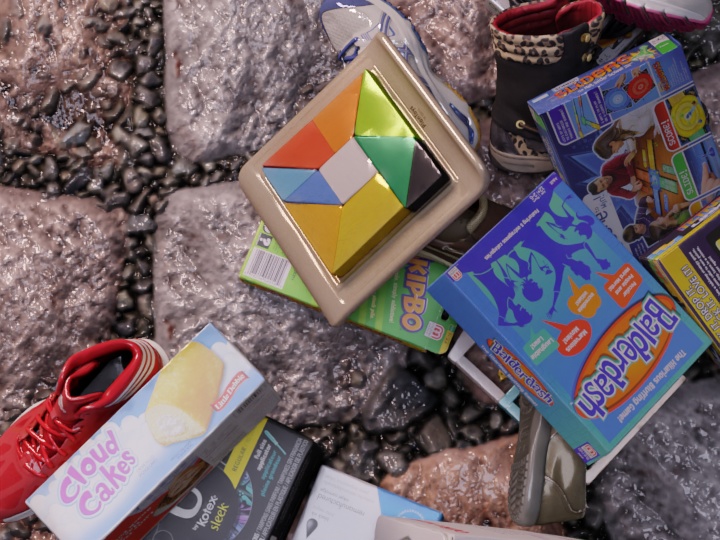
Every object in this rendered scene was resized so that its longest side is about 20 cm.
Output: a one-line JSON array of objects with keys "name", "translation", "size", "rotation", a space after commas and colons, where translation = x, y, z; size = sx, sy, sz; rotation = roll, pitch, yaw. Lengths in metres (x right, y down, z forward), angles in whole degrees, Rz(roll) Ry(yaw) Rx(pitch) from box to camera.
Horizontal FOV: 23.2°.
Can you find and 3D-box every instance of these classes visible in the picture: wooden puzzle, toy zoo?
[{"name": "wooden puzzle", "translation": [-0.005, -0.080, 1.513], "size": [0.200, 0.037, 0.185], "rotation": [-45, 60, 19]}, {"name": "toy zoo", "translation": [0.172, 0.076, 1.562], "size": [0.200, 0.020, 0.131], "rotation": [43, 85, 9]}]

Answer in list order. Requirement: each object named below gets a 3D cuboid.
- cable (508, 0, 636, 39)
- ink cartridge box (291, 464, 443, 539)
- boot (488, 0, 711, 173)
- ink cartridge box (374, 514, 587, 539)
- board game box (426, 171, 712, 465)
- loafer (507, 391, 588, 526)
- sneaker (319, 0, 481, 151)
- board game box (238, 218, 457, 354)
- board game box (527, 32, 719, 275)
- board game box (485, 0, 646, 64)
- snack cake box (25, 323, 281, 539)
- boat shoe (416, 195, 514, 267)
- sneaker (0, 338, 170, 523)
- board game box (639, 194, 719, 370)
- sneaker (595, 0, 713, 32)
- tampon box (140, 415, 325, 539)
[{"name": "cable", "translation": [0.221, -0.291, 1.570], "size": [0.200, 0.051, 0.163], "rotation": [-21, 79, 0]}, {"name": "ink cartridge box", "translation": [-0.016, 0.282, 1.516], "size": [0.116, 0.067, 0.200], "rotation": [21, 82, 5]}, {"name": "boot", "translation": [0.206, -0.164, 1.535], "size": [0.200, 0.151, 0.073], "rotation": [-3, 40, 8]}, {"name": "ink cartridge box", "translation": [0.123, 0.256, 1.436], "size": [0.200, 0.145, 0.088], "rotation": [12, 84, -23]}, {"name": "board game box", "translation": [0.177, 0.038, 1.469], "size": [0.200, 0.045, 0.152], "rotation": [47, 61, 1]}, {"name": "loafer", "translation": [0.176, 0.126, 1.513], "size": [0.070, 0.075, 0.200], "rotation": [12, 81, -10]}, {"name": "sneaker", "translation": [0.020, -0.167, 1.569], "size": [0.088, 0.075, 0.200], "rotation": [-33, 77, -35]}, {"name": "board game box", "translation": [0.000, 0.000, 1.582], "size": [0.200, 0.030, 0.096], "rotation": [21, 81, 9]}, {"name": "board game box", "translation": [0.242, -0.088, 1.520], "size": [0.135, 0.034, 0.200], "rotation": [-26, 119, -1]}, {"name": "board game box", "translation": [0.228, -0.275, 1.610], "size": [0.126, 0.035, 0.200], "rotation": [43, 86, 9]}, {"name": "snack cake box", "translation": [-0.160, 0.142, 1.395], "size": [0.200, 0.115, 0.067], "rotation": [-45, 79, -6]}, {"name": "boat shoe", "translation": [0.104, -0.031, 1.533], "size": [0.202, 0.075, 0.075], "rotation": [13, 68, 4]}, {"name": "sneaker", "translation": [-0.248, 0.120, 1.405], "size": [0.078, 0.116, 0.200], "rotation": [43, 87, 14]}, {"name": "board game box", "translation": [0.367, 0.019, 1.517], "size": [0.165, 0.057, 0.200], "rotation": [-37, 98, -2]}, {"name": "sneaker", "translation": [0.219, -0.274, 1.509], "size": [0.200, 0.081, 0.088], "rotation": [29, 90, 6]}, {"name": "tampon box", "translation": [-0.154, 0.176, 1.511], "size": [0.200, 0.126, 0.150], "rotation": [23, 82, 7]}]
